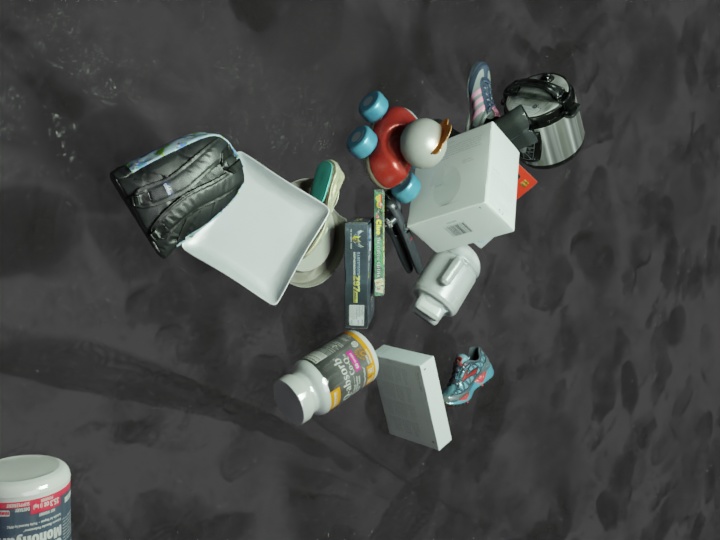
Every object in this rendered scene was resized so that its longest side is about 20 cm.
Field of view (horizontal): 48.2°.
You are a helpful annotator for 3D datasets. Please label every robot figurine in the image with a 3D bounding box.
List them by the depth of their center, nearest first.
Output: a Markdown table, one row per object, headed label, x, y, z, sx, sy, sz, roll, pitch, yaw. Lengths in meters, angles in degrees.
| label | x | y | z | sx | sy | sz | roll | pitch | yaw |
| --- | --- | --- | --- | --- | --- | --- | --- | --- | --- |
| robot figurine | 0.191 | 0.019 | 1.775 | 0.112 | 0.170 | 0.202 | 33 | 76 | 2 |

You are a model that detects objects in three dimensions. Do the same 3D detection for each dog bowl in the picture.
| label | x | y | z | sx | sy | sz | roll | pitch | yaw |
| --- | --- | --- | --- | --- | --- | --- | --- | --- | --- |
| dog bowl | -0.115 | -0.073 | 1.527 | 0.197 | 0.058 | 0.205 | -7 | 100 | -43 |

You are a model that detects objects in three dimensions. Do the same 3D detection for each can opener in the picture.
| label | x | y | z | sx | sy | sz | roll | pitch | yaw |
| --- | --- | --- | --- | --- | --- | --- | --- | --- | --- |
| can opener | 0.089 | -0.072 | 1.712 | 0.079 | 0.063 | 0.203 | -43 | 122 | -30 |

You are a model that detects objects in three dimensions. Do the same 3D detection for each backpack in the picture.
| label | x | y | z | sx | sy | sz | roll | pitch | yaw |
| --- | --- | --- | --- | --- | --- | --- | --- | --- | --- |
| backpack | -0.287 | -0.144 | 1.317 | 0.198 | 0.153 | 0.165 | -34 | 114 | -10 |

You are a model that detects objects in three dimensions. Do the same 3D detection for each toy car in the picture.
| label | x | y | z | sx | sy | sz | roll | pitch | yaw |
| --- | --- | --- | --- | --- | --- | --- | --- | --- | --- |
| toy car | 0.110 | -0.260 | 1.595 | 0.184 | 0.197 | 0.180 | 41 | 53 | -35 |

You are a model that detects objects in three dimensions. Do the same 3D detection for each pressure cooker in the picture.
| label | x | y | z | sx | sy | sz | roll | pitch | yaw |
| --- | --- | --- | --- | --- | --- | --- | --- | --- | --- |
| pressure cooker | 0.427 | -0.366 | 1.898 | 0.181 | 0.172 | 0.202 | -93 | 161 | -45 |

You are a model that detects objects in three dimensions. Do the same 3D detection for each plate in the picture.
| label | x | y | z | sx | sy | sz | roll | pitch | yaw |
| --- | --- | --- | --- | --- | --- | --- | --- | --- | --- |
| plate | -0.183 | -0.074 | 1.419 | 0.198 | 0.032 | 0.202 | 31 | 81 | -5 |

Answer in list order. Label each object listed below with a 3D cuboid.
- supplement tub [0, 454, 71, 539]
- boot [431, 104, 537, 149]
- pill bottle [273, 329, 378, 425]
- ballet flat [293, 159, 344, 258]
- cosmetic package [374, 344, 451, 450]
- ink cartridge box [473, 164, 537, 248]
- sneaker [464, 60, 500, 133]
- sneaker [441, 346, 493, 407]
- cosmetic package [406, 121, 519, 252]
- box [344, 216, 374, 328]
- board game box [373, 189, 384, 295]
| label | x | y | z | sx | sy | sz | roll | pitch | yaw |
| --- | --- | --- | --- | --- | --- | --- | --- | --- | --- |
| supplement tub | -0.496 | 0.388 | 1.182 | 0.138 | 0.139 | 0.205 | -5 | 99 | -41 |
| boot | 0.269 | -0.305 | 1.756 | 0.165 | 0.197 | 0.067 | 46 | 33 | -43 |
| pill bottle | -0.067 | 0.209 | 1.570 | 0.198 | 0.115 | 0.119 | -30 | 115 | -36 |
| ballet flat | -0.073 | -0.104 | 1.482 | 0.062 | 0.066 | 0.204 | 35 | 72 | -55 |
| cosmetic package | 0.107 | 0.269 | 1.716 | 0.051 | 0.149 | 0.204 | -28 | 114 | -35 |
| ink cartridge box | 0.294 | -0.159 | 1.825 | 0.199 | 0.048 | 0.159 | -42 | 132 | 20 |
| sneaker | 0.290 | -0.377 | 1.842 | 0.069 | 0.081 | 0.205 | -5 | 99 | -41 |
| sneaker | 0.232 | 0.246 | 1.891 | 0.199 | 0.078 | 0.097 | -34 | 108 | -44 |
| cosmetic package | 0.217 | -0.171 | 1.689 | 0.122 | 0.196 | 0.204 | 34 | 54 | -40 |
| box | 0.000 | 0.000 | 1.589 | 0.158 | 0.050 | 0.205 | -55 | 146 | -82 |
| board game box | 0.038 | -0.055 | 1.600 | 0.105 | 0.023 | 0.205 | -28 | 118 | -84 |
